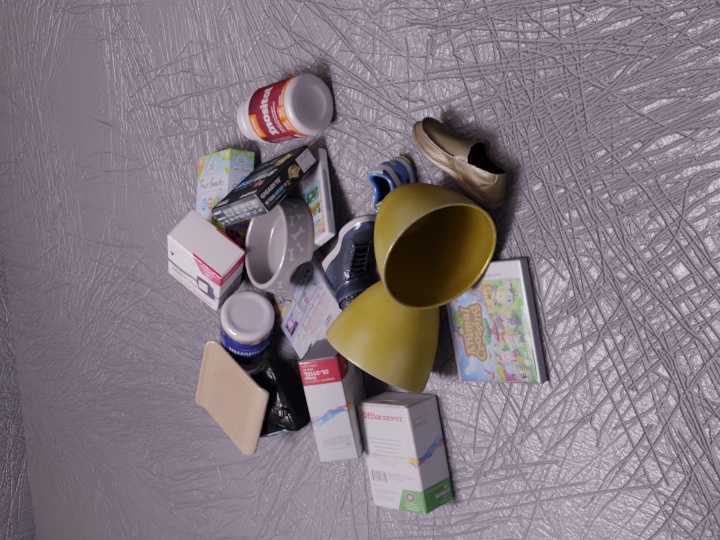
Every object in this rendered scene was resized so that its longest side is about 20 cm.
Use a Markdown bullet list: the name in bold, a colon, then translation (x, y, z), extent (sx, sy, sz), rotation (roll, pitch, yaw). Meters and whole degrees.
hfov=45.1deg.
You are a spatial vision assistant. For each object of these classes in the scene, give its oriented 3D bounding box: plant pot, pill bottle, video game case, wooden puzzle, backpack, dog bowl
- **plant pot**: translation (0.099, -0.061, 1.397), extent (0.142, 0.197, 0.202), rotation (56, 139, 45)
- **pill bottle**: translation (-0.249, 0.138, 1.895), extent (0.116, 0.115, 0.201), rotation (57, 158, 21)
- **video game case**: translation (-0.102, 0.074, 1.787), extent (0.182, 0.045, 0.201), rotation (54, 135, 26)
- **wooden puzzle**: translation (-0.277, 0.273, 1.881), extent (0.199, 0.037, 0.187), rotation (37, 126, 30)
- **backpack**: translation (-0.207, 0.295, 1.919), extent (0.199, 0.153, 0.165), rotation (-30, 83, 30)
- **video game case**: translation (0.216, 0.086, 1.435), extent (0.181, 0.022, 0.203), rotation (-5, 97, 50)
- **plant pot**: translation (0.058, 0.096, 1.507), extent (0.199, 0.199, 0.143), rotation (35, 100, 38)
- **video game case**: translation (-0.117, -0.116, 1.727), extent (0.199, 0.023, 0.185), rotation (-34, 57, 49)
- **dog bowl**: translation (-0.166, -0.050, 1.715), extent (0.199, 0.058, 0.203), rotation (-13, 74, 54)
- **pill bottle**: translation (-0.153, -0.308, 1.683), extent (0.199, 0.112, 0.115), rotation (-3, 99, 50)

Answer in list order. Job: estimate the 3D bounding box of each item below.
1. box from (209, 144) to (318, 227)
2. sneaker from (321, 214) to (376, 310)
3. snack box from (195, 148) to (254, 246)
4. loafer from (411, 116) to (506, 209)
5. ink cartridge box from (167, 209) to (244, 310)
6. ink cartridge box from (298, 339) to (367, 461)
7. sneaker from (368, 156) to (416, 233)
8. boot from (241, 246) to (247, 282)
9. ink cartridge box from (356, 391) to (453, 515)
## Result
- **box**: translation (-0.190, -0.164, 1.701), extent (0.046, 0.159, 0.199), rotation (52, 150, -18)
- **sneaker**: translation (0.001, 0.000, 1.609), extent (0.203, 0.076, 0.148), rotation (-57, 47, 53)
- **snack box**: translation (-0.299, -0.154, 1.892), extent (0.168, 0.067, 0.203), rotation (-3, 83, 56)
- **loafer**: translation (0.165, -0.185, 1.381), extent (0.200, 0.076, 0.068), rotation (45, 131, 19)
- **ink cartridge box**: translation (-0.328, -0.017, 1.831), extent (0.144, 0.085, 0.200), rotation (38, 156, 5)
- **ink cartridge box**: translation (-0.045, 0.245, 1.670), extent (0.082, 0.146, 0.203), rotation (-9, 100, 13)
- **sneaker**: translation (0.066, -0.095, 1.513), extent (0.074, 0.082, 0.203), rotation (-19, 88, 49)
- **boot**: translation (-0.249, -0.014, 1.915), extent (0.200, 0.065, 0.167), rotation (-44, 55, 40)
- **ink cartridge box**: translation (0.082, 0.336, 1.617), extent (0.144, 0.087, 0.203), rotation (-6, 97, 49)
